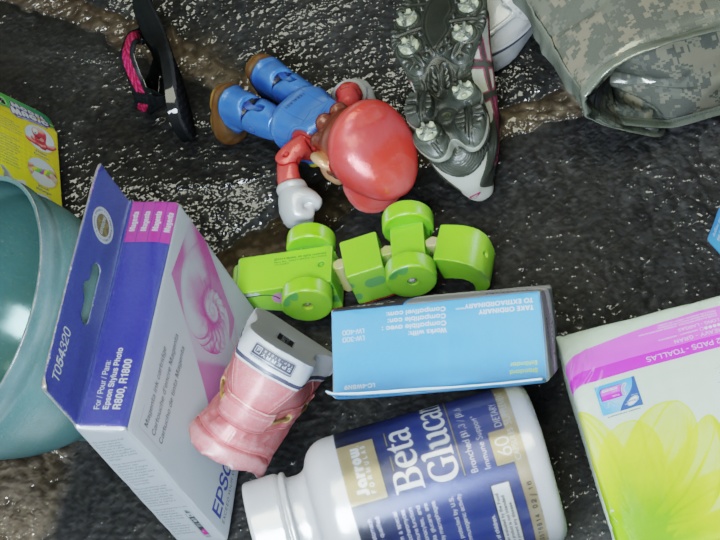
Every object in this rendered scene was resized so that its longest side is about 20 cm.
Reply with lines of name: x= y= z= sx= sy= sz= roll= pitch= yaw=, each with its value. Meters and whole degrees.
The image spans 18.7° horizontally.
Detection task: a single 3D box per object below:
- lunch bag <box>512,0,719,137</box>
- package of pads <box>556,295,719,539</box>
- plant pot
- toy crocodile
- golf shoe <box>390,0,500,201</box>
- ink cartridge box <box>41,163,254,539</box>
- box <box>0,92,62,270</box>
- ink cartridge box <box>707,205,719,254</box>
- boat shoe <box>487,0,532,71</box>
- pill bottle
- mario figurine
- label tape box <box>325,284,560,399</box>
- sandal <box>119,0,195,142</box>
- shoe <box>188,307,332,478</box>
lunch bag: x=0.230 y=-0.197 z=1.690 sx=0.200 sy=0.118 sz=0.164 roll=-16 pitch=50 yaw=-7
package of pads: x=0.230 y=0.115 z=1.462 sx=0.154 sy=0.068 sz=0.200 roll=-14 pitch=51 yaw=2
plant pot: x=-0.231 y=0.049 z=1.556 sx=0.200 sy=0.134 sz=0.200 roll=-28 pitch=51 yaw=41
toy crocodile: x=0.000 y=0.000 z=1.623 sx=0.200 sy=0.062 sz=0.068 roll=-12 pitch=50 yaw=10
golf shoe: x=0.071 y=-0.145 z=1.699 sx=0.077 sy=0.088 sz=0.200 roll=-11 pitch=52 yaw=16
ink cartridge box: x=-0.136 y=0.057 z=1.509 sx=0.043 sy=0.200 sz=0.196 roll=-10 pitch=49 yaw=22
box: x=-0.291 y=-0.067 z=1.704 sx=0.048 sy=0.117 sz=0.200 roll=-39 pitch=41 yaw=31
ink cartridge box: x=0.345 y=0.009 z=1.498 sx=0.116 sy=0.068 sz=0.200 roll=-9 pitch=43 yaw=-28
boat shoe: x=0.129 y=-0.231 z=1.774 sx=0.200 sy=0.066 sz=0.072 roll=-36 pitch=53 yaw=-16
pill bottle: x=0.028 y=0.153 z=1.448 sx=0.200 sy=0.111 sz=0.111 roll=-16 pitch=49 yaw=0
mario figurine: x=-0.029 y=-0.094 z=1.709 sx=0.200 sy=0.106 sz=0.124 roll=31 pitch=99 yaw=44
label tape box: x=0.058 y=0.048 z=1.479 sx=0.143 sy=0.200 sz=0.066 roll=-5 pitch=88 yaw=8
sandal: x=-0.174 y=-0.167 z=1.791 sx=0.045 sy=0.075 sz=0.200 roll=-18 pitch=41 yaw=-5
shoe: x=-0.071 y=0.085 z=1.515 sx=0.071 sy=0.200 sz=0.091 roll=32 pitch=94 yaw=2
